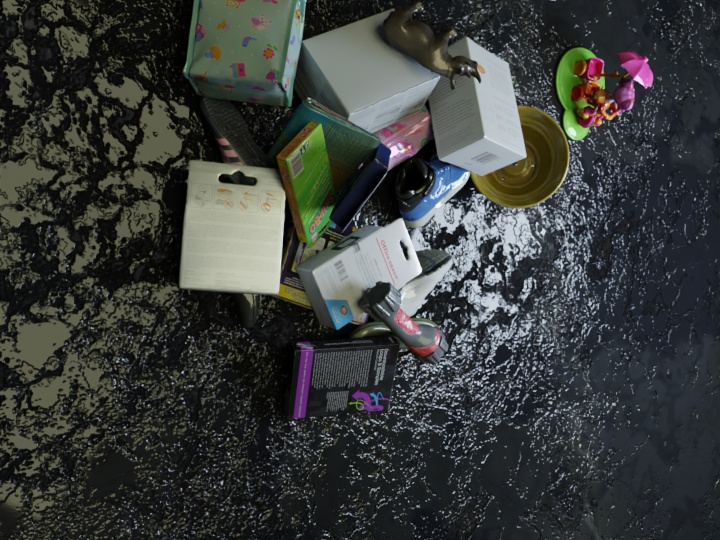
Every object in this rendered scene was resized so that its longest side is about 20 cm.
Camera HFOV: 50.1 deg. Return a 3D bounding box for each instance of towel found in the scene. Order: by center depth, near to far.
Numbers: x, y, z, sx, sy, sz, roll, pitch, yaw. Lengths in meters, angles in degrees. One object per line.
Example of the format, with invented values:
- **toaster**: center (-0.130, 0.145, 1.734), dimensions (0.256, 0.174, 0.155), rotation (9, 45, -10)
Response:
- **towel**: center (-0.078, -0.187, 1.287), dimensions (0.145, 0.200, 0.022), rotation (24, 44, -22)

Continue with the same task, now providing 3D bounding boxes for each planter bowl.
- **planter bowl**: center (0.313, -0.221, 1.546), dimensions (0.197, 0.083, 0.204), rotation (0, 87, 7)

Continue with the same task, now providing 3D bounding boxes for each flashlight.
- **flashlight**: center (0.082, 0.090, 1.345), dimensions (0.200, 0.067, 0.068), rotation (49, 52, -40)

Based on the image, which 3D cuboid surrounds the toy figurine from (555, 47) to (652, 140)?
- **toy figurine**: center (0.525, -0.383, 1.623), dimensions (0.148, 0.183, 0.203), rotation (8, 90, -30)

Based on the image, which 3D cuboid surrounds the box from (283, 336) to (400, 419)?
- **box**: center (-0.033, 0.191, 1.375), dimensions (0.197, 0.036, 0.145), rotation (0, 116, -20)

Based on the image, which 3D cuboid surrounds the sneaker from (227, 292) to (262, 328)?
- **sneaker**: center (-0.218, -0.001, 1.287), dimensions (0.090, 0.076, 0.203), rotation (-11, 92, -19)

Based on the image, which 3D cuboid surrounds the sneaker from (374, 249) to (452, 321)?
- **sneaker**: center (0.096, 0.035, 1.468), dimensions (0.199, 0.074, 0.088), rotation (-37, 134, -9)

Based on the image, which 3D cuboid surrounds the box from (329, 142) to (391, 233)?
- **box**: center (0.002, -0.139, 1.248), dimensions (0.032, 0.200, 0.122), rotation (36, 107, -9)

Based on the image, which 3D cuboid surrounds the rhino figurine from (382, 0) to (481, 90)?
- **rhino figurine**: center (0.121, -0.371, 1.288), dimensions (0.199, 0.060, 0.088), rotation (38, 54, 3)

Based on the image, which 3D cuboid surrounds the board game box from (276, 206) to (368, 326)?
- **board game box**: center (-0.059, -0.007, 1.380), dimensions (0.198, 0.056, 0.167), rotation (21, 85, -30)

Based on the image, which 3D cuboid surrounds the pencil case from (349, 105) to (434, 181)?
- **pencil case**: center (0.051, -0.231, 1.413), dimensions (0.199, 0.087, 0.088), rotation (-36, 110, -24)

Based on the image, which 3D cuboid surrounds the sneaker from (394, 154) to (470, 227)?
- **sneaker**: center (0.138, -0.186, 1.453), dimensions (0.200, 0.076, 0.112), rotation (-48, 146, -13)

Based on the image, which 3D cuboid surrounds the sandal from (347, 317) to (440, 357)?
- **sandal**: center (0.065, 0.135, 1.437), dimensions (0.199, 0.080, 0.058), rotation (-2, 50, -34)

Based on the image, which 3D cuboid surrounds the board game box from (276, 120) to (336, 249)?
- **board game box**: center (-0.082, -0.135, 1.258), dimensions (0.096, 0.030, 0.201), rotation (-52, 147, -31)

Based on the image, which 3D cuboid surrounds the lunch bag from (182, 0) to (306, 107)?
- **lunch bag**: center (-0.177, -0.375, 1.213), dimensions (0.168, 0.122, 0.203), rotation (6, 79, 4)

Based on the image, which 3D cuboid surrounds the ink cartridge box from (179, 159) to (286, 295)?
- **ink cartridge box**: center (-0.203, -0.066, 1.232), dimensions (0.158, 0.047, 0.203), rotation (4, 90, -11)

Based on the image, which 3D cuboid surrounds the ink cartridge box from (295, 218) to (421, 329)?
- **ink cartridge box**: center (0.000, 0.000, 1.344), dimensions (0.199, 0.066, 0.117), rotation (-31, 110, -25)

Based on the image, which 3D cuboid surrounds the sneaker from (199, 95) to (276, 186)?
- **sneaker**: center (-0.215, -0.197, 1.272), dimensions (0.070, 0.082, 0.201), rotation (-28, 84, -50)

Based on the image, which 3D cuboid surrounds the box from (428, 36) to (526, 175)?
- **box**: center (0.212, -0.300, 1.433), dimensions (0.151, 0.106, 0.203), rotation (11, 65, -47)

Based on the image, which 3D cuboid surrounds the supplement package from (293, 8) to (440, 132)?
- **supplement package**: center (0.006, -0.333, 1.332), dimensions (0.199, 0.111, 0.157), rotation (-27, 78, -26)
